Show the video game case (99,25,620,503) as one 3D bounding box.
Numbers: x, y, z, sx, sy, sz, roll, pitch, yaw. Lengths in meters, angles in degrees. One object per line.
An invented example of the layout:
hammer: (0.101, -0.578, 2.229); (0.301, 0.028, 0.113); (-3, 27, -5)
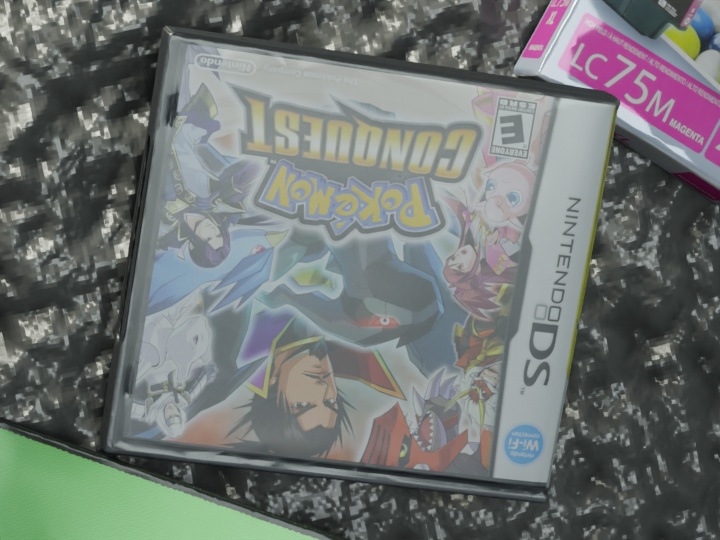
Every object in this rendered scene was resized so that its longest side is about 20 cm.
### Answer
video game case: (0.000, 0.000, 1.208); (0.199, 0.026, 0.182); (7, 101, -13)

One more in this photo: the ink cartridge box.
ink cartridge box: (0.167, -0.144, 1.257); (0.119, 0.042, 0.201); (30, 84, -16)

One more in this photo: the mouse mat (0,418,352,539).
mouse mat: (-0.098, 0.167, 1.197); (0.199, 0.008, 0.162); (20, 88, -3)
